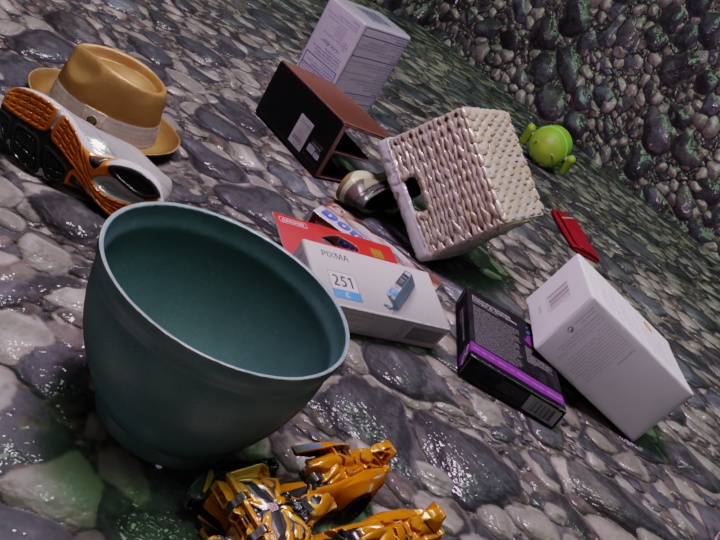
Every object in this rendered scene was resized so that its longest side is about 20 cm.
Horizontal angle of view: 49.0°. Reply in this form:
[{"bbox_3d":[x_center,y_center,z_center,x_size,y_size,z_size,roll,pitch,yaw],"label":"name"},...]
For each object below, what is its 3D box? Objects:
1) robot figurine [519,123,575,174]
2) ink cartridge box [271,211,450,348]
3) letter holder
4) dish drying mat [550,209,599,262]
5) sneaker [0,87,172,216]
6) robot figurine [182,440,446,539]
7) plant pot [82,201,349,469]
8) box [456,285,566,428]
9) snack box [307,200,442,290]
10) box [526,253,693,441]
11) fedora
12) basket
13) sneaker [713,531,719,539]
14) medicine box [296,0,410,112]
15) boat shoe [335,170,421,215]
[{"bbox_3d":[0.558,-0.367,2.326,0.175,0.116,0.200,42,25,10],"label":"robot figurine"},{"bbox_3d":[0.000,0.000,0.960,0.197,0.045,0.178,14,41,-37],"label":"ink cartridge box"},{"bbox_3d":[-0.058,-0.244,1.334,0.141,0.101,0.200,7,34,-49],"label":"letter holder"},{"bbox_3d":[0.492,-0.084,1.816,0.076,0.018,0.201,27,24,-15],"label":"dish drying mat"},{"bbox_3d":[-0.291,-0.123,0.851,0.199,0.076,0.092,38,15,-7],"label":"sneaker"},{"bbox_3d":[-0.032,0.182,0.582,0.198,0.059,0.145,5,33,-48],"label":"robot figurine"},{"bbox_3d":[-0.125,0.062,0.603,0.198,0.135,0.201,27,23,-12],"label":"plant pot"},{"bbox_3d":[0.193,0.107,1.044,0.141,0.036,0.201,31,25,-7],"label":"box"},{"bbox_3d":[0.021,-0.025,1.096,0.199,0.025,0.072,36,25,7],"label":"snack box"},{"bbox_3d":[0.338,0.103,1.094,0.200,0.106,0.153,43,21,-9],"label":"box"},{"bbox_3d":[-0.309,-0.222,0.989,0.198,0.083,0.201,27,23,-12],"label":"fedora"},{"bbox_3d":[0.159,-0.138,1.231,0.199,0.159,0.202,-12,81,-56],"label":"basket"},{"bbox_3d":[0.487,0.300,0.934,0.076,0.117,0.199,41,24,22],"label":"sneaker"},{"bbox_3d":[-0.024,-0.418,1.584,0.103,0.201,0.181,43,25,21],"label":"medicine box"},{"bbox_3d":[0.043,-0.119,1.261,0.199,0.072,0.066,-9,51,-50],"label":"boat shoe"}]
